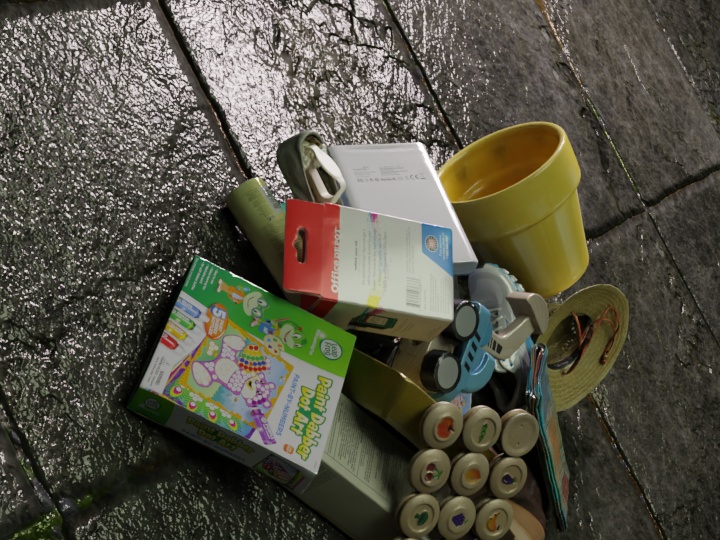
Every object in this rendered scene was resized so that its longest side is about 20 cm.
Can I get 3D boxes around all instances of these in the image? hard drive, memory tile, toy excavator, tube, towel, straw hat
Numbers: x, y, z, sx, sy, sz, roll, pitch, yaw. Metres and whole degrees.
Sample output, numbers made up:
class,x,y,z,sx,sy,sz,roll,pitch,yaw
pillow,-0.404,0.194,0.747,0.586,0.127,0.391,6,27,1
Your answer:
class,x,y,z,sx,sy,sz,roll,pitch,yaw
hard drive,0.047,-0.074,1.794,0.131,0.026,0.201,-4,50,-22
memory tile,0.108,0.240,1.596,0.152,0.017,0.202,10,100,-32
toy excavator,0.131,0.086,1.781,0.200,0.099,0.196,38,67,-42
tube,-0.080,-0.010,1.680,0.201,0.058,0.052,55,-4,11
towel,0.241,0.210,1.901,0.147,0.021,0.202,-68,146,-64
straw hat,0.271,0.090,2.060,0.200,0.202,0.085,14,13,-47

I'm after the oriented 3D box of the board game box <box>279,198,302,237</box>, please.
class,x,y,z,sx,sy,sz,roll,pitch,yaw
board game box,-0.022,-0.023,1.800,0.200,0.045,0.153,-24,86,-56

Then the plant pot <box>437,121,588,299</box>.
class,x,y,z,sx,sy,sz,roll,pitch,yaw
plant pot,0.219,-0.069,2.035,0.190,0.199,0.201,62,31,-23

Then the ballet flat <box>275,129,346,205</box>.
class,x,y,z,sx,sy,sz,roll,pitch,yaw
ballet flat,-0.035,-0.067,1.718,0.067,0.063,0.201,-15,78,-55

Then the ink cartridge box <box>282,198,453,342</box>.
class,x,y,z,sx,sy,sz,roll,pitch,yaw
ink cartridge box,0.000,0.000,1.646,0.198,0.067,0.117,11,63,-19

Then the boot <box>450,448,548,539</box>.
class,x,y,z,sx,sy,sz,roll,pitch,yaw
boot,0.168,0.246,1.833,0.201,0.072,0.167,62,23,-14

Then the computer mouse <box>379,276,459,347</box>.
class,x,y,z,sx,sy,sz,roll,pitch,yaw
computer mouse,0.066,0.056,1.810,0.140,0.046,0.202,-23,100,-35

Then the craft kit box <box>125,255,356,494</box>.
class,x,y,z,sx,sy,sz,roll,pitch,yaw
craft kit box,-0.116,0.103,1.528,0.196,0.049,0.201,29,42,-12

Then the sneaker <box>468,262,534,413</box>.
class,x,y,z,sx,sy,sz,roll,pitch,yaw
sneaker,0.180,0.090,1.929,0.087,0.075,0.202,-31,104,-53

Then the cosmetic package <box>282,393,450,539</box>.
class,x,y,z,sx,sy,sz,roll,pitch,yaw
cosmetic package,0.006,0.228,1.625,0.200,0.071,0.106,42,37,-25

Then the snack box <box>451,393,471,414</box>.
class,x,y,z,sx,sy,sz,roll,pitch,yaw
snack box,0.109,0.136,1.872,0.072,0.024,0.201,40,38,-30

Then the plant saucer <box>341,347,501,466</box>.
class,x,y,z,sx,sy,sz,roll,pitch,yaw
plant saucer,0.045,0.159,1.662,0.200,0.200,0.049,43,80,-32
